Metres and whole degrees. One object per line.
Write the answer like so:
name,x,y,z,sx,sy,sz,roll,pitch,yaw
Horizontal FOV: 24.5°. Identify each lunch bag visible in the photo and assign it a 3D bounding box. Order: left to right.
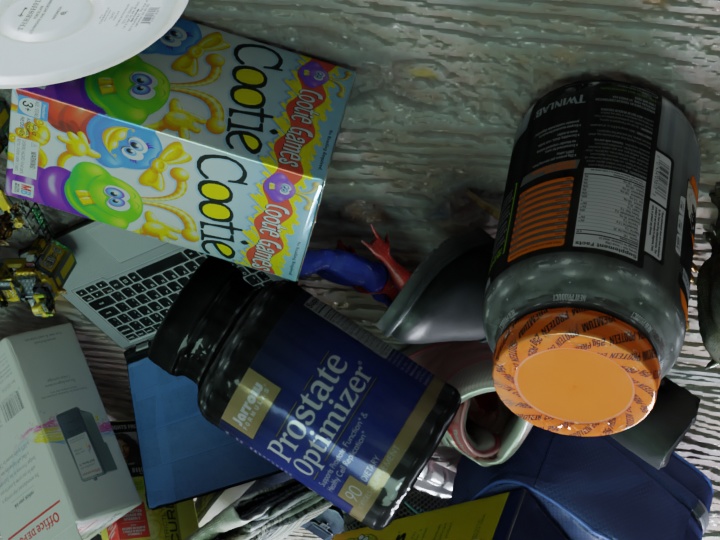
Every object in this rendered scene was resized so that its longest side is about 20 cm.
lunch bag,0.173,0.180,1.263,0.199,0.133,0.136,36,139,-10

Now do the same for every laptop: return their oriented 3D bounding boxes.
laptop,-0.144,0.059,1.238,0.186,0.117,0.200,-20,129,34

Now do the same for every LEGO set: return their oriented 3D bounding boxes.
LEGO set,-0.300,-0.021,1.178,0.152,0.116,0.201,5,132,16

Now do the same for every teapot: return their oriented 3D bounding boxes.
teapot,-0.190,-0.207,0.932,0.198,0.148,0.197,-19,161,12

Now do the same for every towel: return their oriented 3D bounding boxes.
towel,-0.083,0.203,1.244,0.200,0.192,0.035,-42,74,37

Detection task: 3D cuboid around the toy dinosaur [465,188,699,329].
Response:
toy dinosaur,0.167,0.009,1.126,0.106,0.061,0.200,-22,128,37

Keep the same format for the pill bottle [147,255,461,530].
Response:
pill bottle,-0.040,0.078,1.128,0.199,0.112,0.112,32,140,4

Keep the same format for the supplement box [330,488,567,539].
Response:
supplement box,0.061,0.251,1.213,0.199,0.110,0.109,-21,120,41

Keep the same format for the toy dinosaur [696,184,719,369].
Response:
toy dinosaur,0.246,0.013,1.072,0.076,0.103,0.201,21,139,-7

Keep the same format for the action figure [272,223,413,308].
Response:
action figure,0.000,0.000,1.168,0.198,0.052,0.065,22,166,-23

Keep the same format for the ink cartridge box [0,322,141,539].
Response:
ink cartridge box,-0.248,0.160,1.330,0.067,0.202,0.117,-11,163,-43

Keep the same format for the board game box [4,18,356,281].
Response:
board game box,-0.116,-0.089,1.067,0.198,0.106,0.103,16,140,-2

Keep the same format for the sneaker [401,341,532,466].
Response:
sneaker,0.066,0.102,1.223,0.075,0.105,0.200,44,132,-16

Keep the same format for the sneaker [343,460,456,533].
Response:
sneaker,0.069,0.208,1.340,0.198,0.092,0.077,23,175,-19

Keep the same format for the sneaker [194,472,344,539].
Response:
sneaker,-0.058,0.204,1.407,0.145,0.077,0.202,30,137,-13

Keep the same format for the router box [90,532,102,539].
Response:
router box,-0.227,0.270,1.503,0.149,0.063,0.200,28,157,-13

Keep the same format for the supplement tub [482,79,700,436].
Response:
supplement tub,0.140,-0.008,1.004,0.121,0.201,0.123,9,141,7

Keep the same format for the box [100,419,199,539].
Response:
box,-0.172,0.222,1.360,0.074,0.202,0.050,1,147,-24

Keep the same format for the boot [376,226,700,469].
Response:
boot,0.121,0.061,1.076,0.200,0.165,0.066,41,119,9
